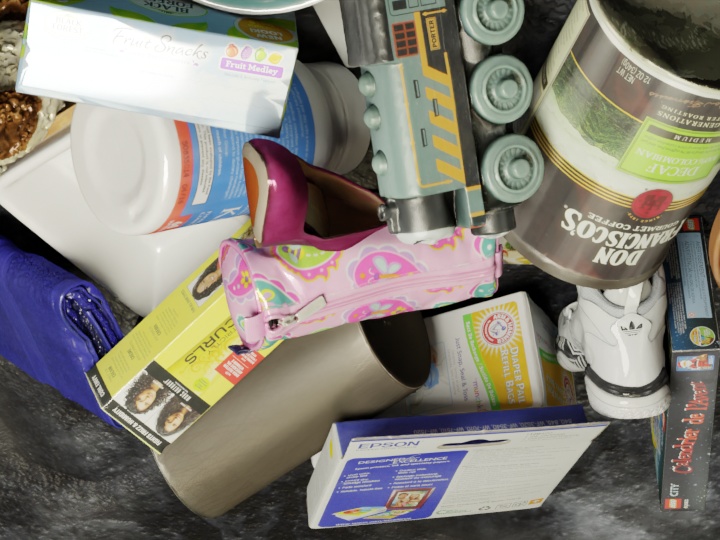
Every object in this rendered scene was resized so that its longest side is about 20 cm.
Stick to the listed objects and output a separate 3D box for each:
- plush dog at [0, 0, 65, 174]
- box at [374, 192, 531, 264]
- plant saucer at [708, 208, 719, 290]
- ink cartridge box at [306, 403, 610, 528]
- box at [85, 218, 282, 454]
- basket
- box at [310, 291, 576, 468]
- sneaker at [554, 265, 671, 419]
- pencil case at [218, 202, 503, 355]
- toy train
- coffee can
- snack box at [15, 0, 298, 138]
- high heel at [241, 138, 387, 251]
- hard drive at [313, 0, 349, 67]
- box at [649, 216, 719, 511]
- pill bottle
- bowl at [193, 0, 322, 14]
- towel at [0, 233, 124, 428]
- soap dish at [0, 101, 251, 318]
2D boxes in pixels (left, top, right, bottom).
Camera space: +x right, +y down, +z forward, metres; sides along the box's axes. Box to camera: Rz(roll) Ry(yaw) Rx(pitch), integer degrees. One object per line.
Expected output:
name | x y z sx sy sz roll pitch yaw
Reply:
plush dog | -0.273 -0.102 1.408 0.171 0.201 0.160 -30 128 20
box | 0.095 -0.032 1.580 0.198 0.042 0.039 2 140 1
plant saucer | 0.359 -0.036 1.551 0.199 0.032 0.201 -8 135 -8
ink cartridge box | 0.068 0.140 1.561 0.196 0.047 0.200 -3 153 -13
box | -0.102 0.039 1.499 0.200 0.050 0.075 -42 129 4
basket | -0.057 0.075 1.584 0.199 0.182 0.136 -24 156 26
box | 0.066 0.103 1.660 0.199 0.102 0.112 -16 155 19
sneaker | 0.192 0.029 1.566 0.074 0.200 0.116 -4 108 -4
pencil case | 0.000 0.000 1.437 0.199 0.088 0.088 -13 141 -18
toy train | 0.052 -0.115 1.364 0.113 0.085 0.202 -12 100 -21
coffee can | 0.186 -0.106 1.419 0.145 0.147 0.201 14 136 -12
snack box | -0.128 -0.163 1.327 0.167 0.200 0.068 9 115 -9
high heel | -0.024 -0.051 1.304 0.095 0.068 0.200 -8 176 -3
hard drive | 0.013 -0.230 1.380 0.131 0.026 0.200 -14 134 17
box | 0.252 0.076 1.619 0.037 0.137 0.201 -3 137 3
pill bottle | -0.090 -0.092 1.410 0.199 0.113 0.112 -13 152 -41
bowl | -0.060 -0.270 1.258 0.199 0.105 0.202 4 117 8
towel | -0.250 0.027 1.577 0.199 0.050 0.148 26 146 40
soap dish | -0.163 -0.063 1.526 0.157 0.082 0.200 -28 130 28
